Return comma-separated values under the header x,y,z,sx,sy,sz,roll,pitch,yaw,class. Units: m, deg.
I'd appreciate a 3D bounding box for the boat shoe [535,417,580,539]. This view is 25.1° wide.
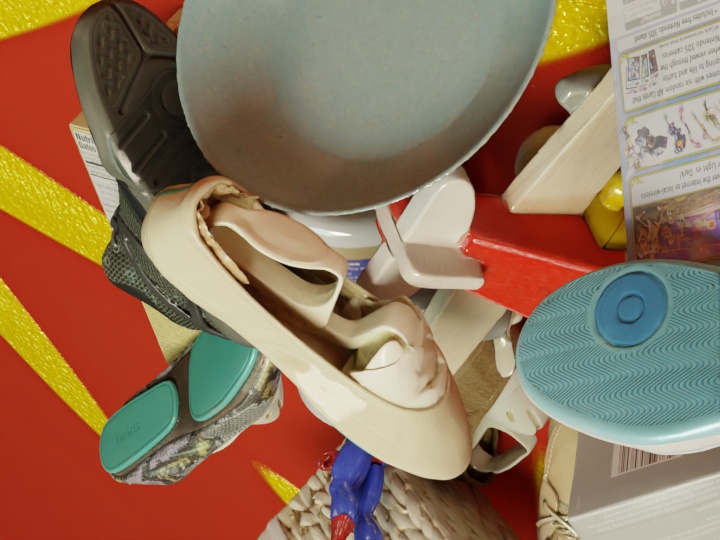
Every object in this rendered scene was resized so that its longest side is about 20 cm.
x,y,z,sx,sy,sz,roll,pitch,yaw,class
0.147,0.158,1.045,0.071,0.065,0.201,19,142,26,boat shoe

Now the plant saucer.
x,y,z,sx,sy,sz,roll,pitch,yaw,class
0.006,-0.116,0.769,0.199,0.203,0.039,15,170,31,plant saucer

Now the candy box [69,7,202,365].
x,y,z,sx,sy,sz,roll,pitch,yaw,class
-0.095,-0.043,0.991,0.055,0.116,0.201,14,140,30,candy box

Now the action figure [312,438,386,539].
x,y,z,sx,sy,sz,roll,pitch,yaw,class
-0.020,0.120,1.032,0.098,0.201,0.066,-6,135,31,action figure

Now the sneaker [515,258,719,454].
x,y,z,sx,sy,sz,roll,pitch,yaw,class
0.170,0.053,0.651,0.198,0.080,0.130,0,156,31,sneaker

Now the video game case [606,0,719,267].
x,y,z,sx,sy,sz,roll,pitch,yaw,class
0.182,-0.096,0.630,0.045,0.184,0.199,4,169,-38,video game case

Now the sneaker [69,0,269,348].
x,y,z,sx,sy,sz,roll,pitch,yaw,class
-0.109,-0.045,0.845,0.113,0.076,0.201,2,131,46,sneaker

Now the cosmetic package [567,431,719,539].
x,y,z,sx,sy,sz,roll,pitch,yaw,class
0.215,0.175,0.961,0.106,0.091,0.201,-21,120,26,cosmetic package

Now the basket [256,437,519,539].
x,y,z,sx,sy,sz,roll,pitch,yaw,class
0.036,0.207,1.069,0.135,0.124,0.200,32,-173,-30,basket

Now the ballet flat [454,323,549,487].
x,y,z,sx,sy,sz,roll,pitch,yaw,class
0.082,0.086,1.020,0.072,0.068,0.201,33,149,11,ballet flat

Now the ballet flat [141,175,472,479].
x,y,z,sx,sy,sz,roll,pitch,yaw,class
-0.012,0.025,0.747,0.199,0.070,0.069,37,148,-14,ballet flat

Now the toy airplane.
x,y,z,sx,sy,sz,roll,pitch,yaw,class
0.089,-0.021,0.818,0.198,0.142,0.200,-13,134,16,toy airplane

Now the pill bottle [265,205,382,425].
x,y,z,sx,sy,sz,roll,pitch,yaw,class
0.000,0.000,0.949,0.119,0.120,0.201,23,145,21,pill bottle

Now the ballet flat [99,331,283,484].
x,y,z,sx,sy,sz,roll,pitch,yaw,class
-0.087,0.077,0.982,0.072,0.072,0.200,44,136,-9,ballet flat
